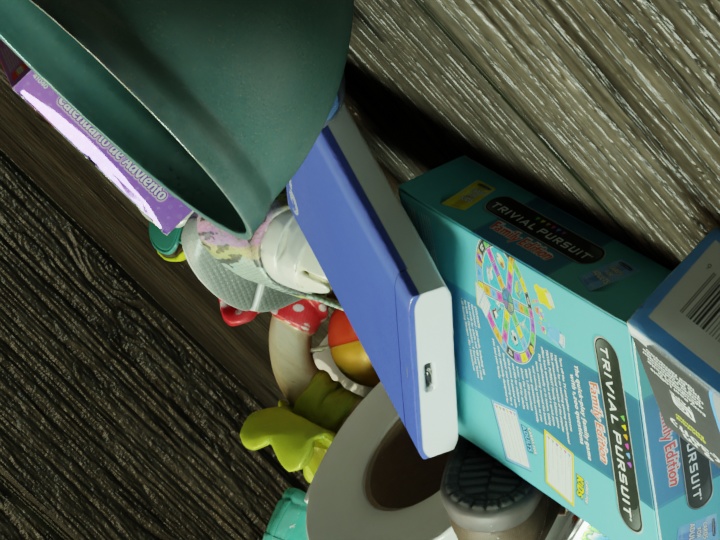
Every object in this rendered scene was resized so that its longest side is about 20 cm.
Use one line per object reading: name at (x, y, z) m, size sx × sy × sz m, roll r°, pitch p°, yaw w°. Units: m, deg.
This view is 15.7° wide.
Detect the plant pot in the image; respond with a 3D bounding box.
plant pot at (-0.080, -0.131, 1.170) m, size 0.200 × 0.134 × 0.200 m, roll 41°, pitch 173°, yaw 6°

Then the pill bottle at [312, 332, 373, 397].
pill bottle at (0.064, 0.105, 1.819) m, size 0.200 × 0.114 × 0.114 m, roll 40°, pitch 172°, yaw 12°

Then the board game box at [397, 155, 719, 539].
board game box at (0.103, 0.046, 1.329) m, size 0.200 × 0.047 × 0.152 m, roll 33°, pitch 142°, yaw 50°

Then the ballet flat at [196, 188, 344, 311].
ballet flat at (0.000, 0.000, 1.555) m, size 0.199 × 0.069 × 0.071 m, roll 22°, pitch -167°, yaw -16°

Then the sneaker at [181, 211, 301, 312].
sneaker at (-0.049, -0.020, 1.657) m, size 0.200 × 0.071 × 0.080 m, roll 7°, pitch -147°, yaw -50°

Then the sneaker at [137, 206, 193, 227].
sneaker at (-0.105, -0.072, 1.753) m, size 0.075 × 0.100 × 0.200 m, roll 43°, pitch 171°, yaw 7°

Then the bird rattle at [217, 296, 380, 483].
bird rattle at (-0.015, 0.045, 1.756) m, size 0.113 × 0.162 × 0.201 m, roll 59°, pitch -160°, yaw -72°

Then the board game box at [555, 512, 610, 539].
board game box at (0.161, 0.183, 1.432) m, size 0.126 × 0.201 × 0.035 m, roll 26°, pitch -148°, yaw -2°

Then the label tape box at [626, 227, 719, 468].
label tape box at (0.204, 0.079, 1.163) m, size 0.144 × 0.063 × 0.200 m, roll 39°, pitch 171°, yaw 25°

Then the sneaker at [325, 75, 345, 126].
sneaker at (-0.054, -0.124, 1.370) m, size 0.085 × 0.077 × 0.200 m, roll 36°, pitch -174°, yaw -43°

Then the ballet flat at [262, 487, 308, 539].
ballet flat at (0.021, 0.172, 1.730) m, size 0.199 × 0.071 × 0.067 m, roll 9°, pitch -173°, yaw -42°

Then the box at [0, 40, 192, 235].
box at (-0.171, -0.112, 1.633) m, size 0.137 × 0.039 × 0.200 m, roll 44°, pitch -175°, yaw -26°

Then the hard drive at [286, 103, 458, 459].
hard drive at (0.002, -0.013, 1.416) m, size 0.132 × 0.025 × 0.200 m, roll 85°, pitch 162°, yaw -48°

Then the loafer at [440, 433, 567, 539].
loafer at (0.089, 0.102, 1.464) m, size 0.073 × 0.200 × 0.071 m, roll 5°, pitch 121°, yaw 20°

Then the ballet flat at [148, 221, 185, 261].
ballet flat at (-0.134, -0.032, 2.277) m, size 0.067 × 0.067 × 0.200 m, roll 22°, pitch 176°, yaw -17°

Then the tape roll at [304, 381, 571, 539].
tape roll at (0.084, 0.146, 1.623) m, size 0.139 × 0.203 × 0.203 m, roll 45°, pitch 172°, yaw -25°
